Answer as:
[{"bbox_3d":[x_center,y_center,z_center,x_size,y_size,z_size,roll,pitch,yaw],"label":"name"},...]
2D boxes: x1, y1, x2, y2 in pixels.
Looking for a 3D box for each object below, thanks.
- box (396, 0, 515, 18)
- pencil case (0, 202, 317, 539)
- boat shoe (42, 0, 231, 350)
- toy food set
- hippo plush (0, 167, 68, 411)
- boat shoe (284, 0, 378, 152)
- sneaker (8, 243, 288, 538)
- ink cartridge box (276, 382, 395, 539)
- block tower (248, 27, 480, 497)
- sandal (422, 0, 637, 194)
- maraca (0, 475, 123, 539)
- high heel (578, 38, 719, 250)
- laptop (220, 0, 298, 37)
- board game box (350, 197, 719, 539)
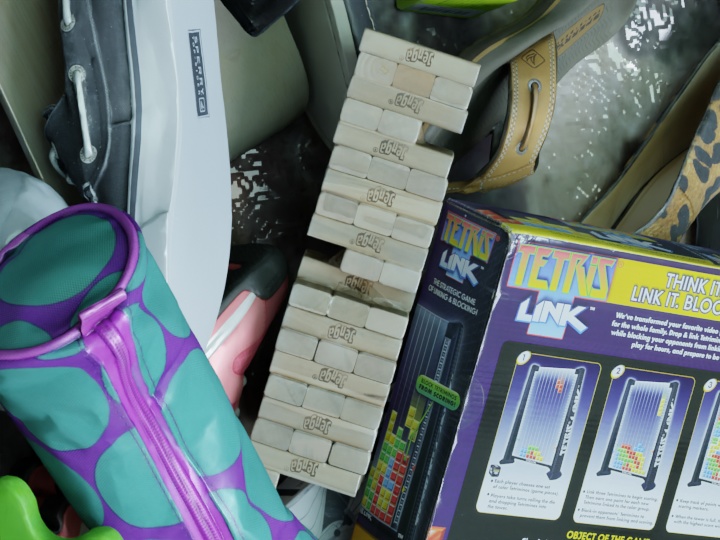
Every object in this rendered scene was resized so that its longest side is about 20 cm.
[{"bbox_3d":[0.063,-0.225,1.289,0.047,0.122,0.202,4,84,-25],"label":"box"},{"bbox_3d":[-0.081,0.072,1.117,0.085,0.092,0.201,-37,124,-13],"label":"pencil case"},{"bbox_3d":[-0.098,-0.059,1.170,0.072,0.067,0.202,-13,100,-71],"label":"boat shoe"},{"bbox_3d":[-0.120,-0.122,1.231,0.143,0.060,0.201,-32,106,-29],"label":"toy food set"},{"bbox_3d":[-0.191,-0.006,1.121,0.161,0.159,0.201,39,69,-18],"label":"hippo plush"},{"bbox_3d":[-0.009,-0.148,1.275,0.062,0.073,0.201,-16,88,-24],"label":"boat shoe"},{"bbox_3d":[-0.088,0.078,1.227,0.087,0.074,0.201,46,70,-31],"label":"sneaker"},{"bbox_3d":[0.036,0.102,1.294,0.200,0.039,0.100,-42,103,-24],"label":"ink cartridge box"},{"bbox_3d":[0.000,0.000,1.216,0.057,0.054,0.201,17,96,0],"label":"block tower"},{"bbox_3d":[0.072,-0.073,1.302,0.055,0.082,0.200,41,58,15],"label":"sandal"},{"bbox_3d":[-0.141,0.176,1.132,0.136,0.201,0.107,24,28,13],"label":"maraca"},{"bbox_3d":[0.120,-0.048,1.326,0.199,0.071,0.144,3,90,-43],"label":"high heel"},{"bbox_3d":[-0.020,-0.235,1.210,0.200,0.103,0.177,-40,91,16],"label":"laptop"},{"bbox_3d":[0.106,0.066,1.256,0.199,0.057,0.166,10,99,-35],"label":"board game box"}]
